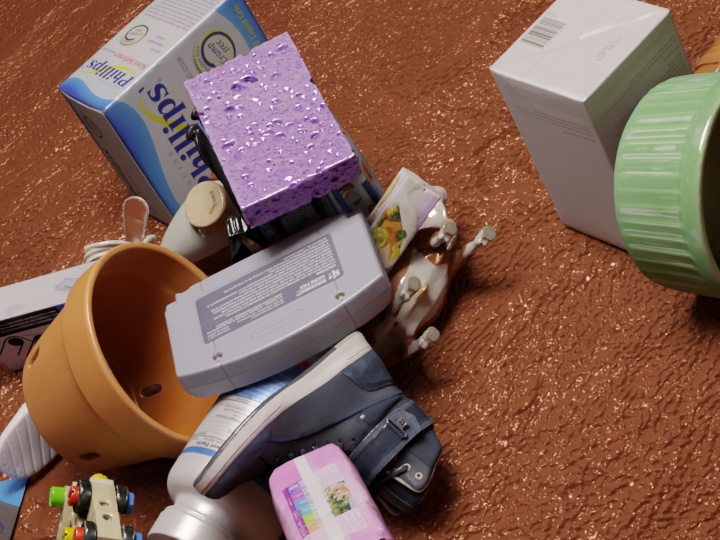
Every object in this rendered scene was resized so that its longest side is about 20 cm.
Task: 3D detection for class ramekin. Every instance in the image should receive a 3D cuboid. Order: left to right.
[{"bbox_3d":[0.297,-0.071,1.469,0.097,0.200,0.200,5,50,46],"label":"ramekin"}]

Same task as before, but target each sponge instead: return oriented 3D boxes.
[{"bbox_3d":[-0.082,-0.129,1.608,0.111,0.030,0.200,-25,45,-2],"label":"sponge"}]

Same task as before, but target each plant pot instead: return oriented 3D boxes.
[{"bbox_3d":[-0.215,0.093,1.637,0.140,0.200,0.201,-31,33,33],"label":"plant pot"}]

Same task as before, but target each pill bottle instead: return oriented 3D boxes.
[{"bbox_3d":[-0.096,0.170,1.530,0.112,0.112,0.200,8,54,38],"label":"pill bottle"}]

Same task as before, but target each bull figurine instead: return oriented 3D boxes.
[{"bbox_3d":[0.057,0.004,1.630,0.201,0.065,0.121,-64,14,-24],"label":"bull figurine"}]

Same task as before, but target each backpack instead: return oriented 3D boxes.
[{"bbox_3d":[-0.058,-0.066,1.696,0.153,0.191,0.200,-24,44,-1],"label":"backpack"}]

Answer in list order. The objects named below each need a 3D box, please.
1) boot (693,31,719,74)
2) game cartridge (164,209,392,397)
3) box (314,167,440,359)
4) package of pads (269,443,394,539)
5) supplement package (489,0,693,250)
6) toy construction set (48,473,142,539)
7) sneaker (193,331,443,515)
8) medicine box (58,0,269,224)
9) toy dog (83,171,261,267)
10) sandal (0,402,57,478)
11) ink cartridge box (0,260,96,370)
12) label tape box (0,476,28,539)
[{"bbox_3d":[0.401,-0.193,1.629,0.155,0.074,0.200,-45,28,-18],"label":"boot"},{"bbox_3d":[-0.072,0.031,1.547,0.199,0.041,0.133,-26,33,6],"label":"game cartridge"},{"bbox_3d":[0.000,0.000,1.618,0.200,0.039,0.041,-55,11,9],"label":"box"},{"bbox_3d":[-0.006,0.222,1.334,0.075,0.121,0.200,-27,19,-4],"label":"package of pads"},{"bbox_3d":[0.222,-0.129,1.570,0.121,0.200,0.120,-45,41,-18],"label":"supplement package"},{"bbox_3d":[-0.223,0.253,1.521,0.092,0.132,0.200,3,27,-31],"label":"toy construction set"},{"bbox_3d":[-0.025,0.158,1.454,0.202,0.146,0.077,-36,-7,-30],"label":"sneaker"},{"bbox_3d":[-0.186,-0.180,1.905,0.200,0.182,0.103,-45,40,-17],"label":"medicine box"},{"bbox_3d":[-0.190,-0.050,1.831,0.199,0.132,0.097,-16,62,4],"label":"toy dog"},{"bbox_3d":[-0.290,0.111,1.745,0.207,0.079,0.059,-46,36,-18],"label":"sandal"},{"bbox_3d":[-0.293,0.042,1.803,0.199,0.094,0.044,-15,55,19],"label":"ink cartridge box"},{"bbox_3d":[-0.406,0.265,1.667,0.144,0.063,0.201,-14,42,20],"label":"label tape box"}]
